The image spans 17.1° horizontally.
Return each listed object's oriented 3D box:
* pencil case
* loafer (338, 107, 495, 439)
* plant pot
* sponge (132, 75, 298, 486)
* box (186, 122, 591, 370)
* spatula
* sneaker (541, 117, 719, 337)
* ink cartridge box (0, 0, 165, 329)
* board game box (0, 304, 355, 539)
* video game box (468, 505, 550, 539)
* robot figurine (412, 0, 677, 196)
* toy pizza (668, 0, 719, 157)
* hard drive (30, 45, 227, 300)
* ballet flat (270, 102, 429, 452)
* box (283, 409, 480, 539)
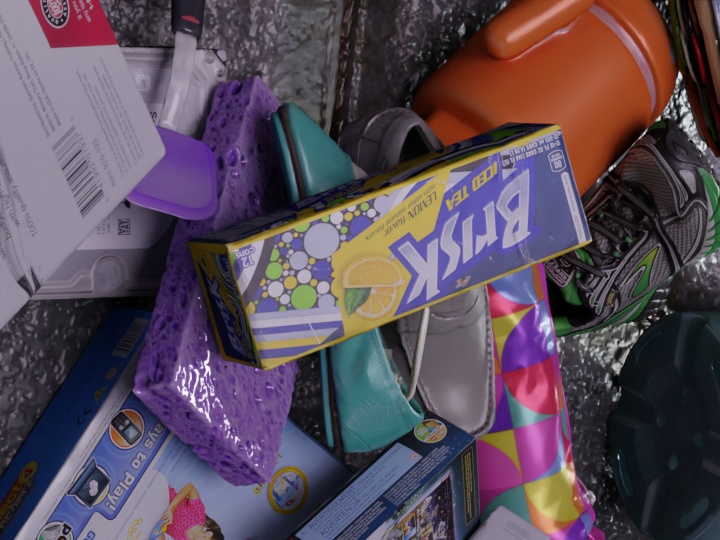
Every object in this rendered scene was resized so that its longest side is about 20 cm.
[{"bbox_3d":[0.089,0.081,1.454,0.088,0.088,0.201,-23,107,-31],"label":"pencil case"},{"bbox_3d":[0.038,0.006,1.356,0.070,0.070,0.201,-23,102,-23],"label":"loafer"},{"bbox_3d":[0.278,0.106,1.533,0.195,0.200,0.201,5,91,-26],"label":"plant pot"},{"bbox_3d":[-0.063,0.006,1.307,0.112,0.030,0.201,50,44,-46],"label":"sponge"},{"bbox_3d":[0.017,-0.015,1.250,0.199,0.064,0.070,-21,102,-20],"label":"box"},{"bbox_3d":[-0.097,-0.112,1.297,0.056,0.021,0.201,17,58,-22],"label":"spatula"},{"bbox_3d":[0.158,-0.015,1.438,0.085,0.200,0.078,-23,66,-27],"label":"sneaker"},{"bbox_3d":[-0.201,-0.058,1.153,0.200,0.083,0.146,-50,131,-38],"label":"ink cartridge box"},{"bbox_3d":[-0.110,0.156,1.339,0.196,0.056,0.200,42,71,-30],"label":"board game box"},{"bbox_3d":[0.057,0.263,1.414,0.182,0.047,0.200,-46,146,-20],"label":"video game box"},{"bbox_3d":[0.111,-0.104,1.432,0.200,0.116,0.144,-44,115,-24],"label":"robot figurine"},{"bbox_3d":[0.207,-0.150,1.475,0.032,0.200,0.201,-12,104,6],"label":"toy pizza"},{"bbox_3d":[-0.164,-0.054,1.295,0.199,0.038,0.141,-1,95,-35],"label":"hard drive"},{"bbox_3d":[0.000,0.000,1.312,0.070,0.067,0.201,-10,103,-2],"label":"ballet flat"},{"bbox_3d":[0.014,0.196,1.379,0.136,0.038,0.201,-40,143,-32],"label":"box"}]
